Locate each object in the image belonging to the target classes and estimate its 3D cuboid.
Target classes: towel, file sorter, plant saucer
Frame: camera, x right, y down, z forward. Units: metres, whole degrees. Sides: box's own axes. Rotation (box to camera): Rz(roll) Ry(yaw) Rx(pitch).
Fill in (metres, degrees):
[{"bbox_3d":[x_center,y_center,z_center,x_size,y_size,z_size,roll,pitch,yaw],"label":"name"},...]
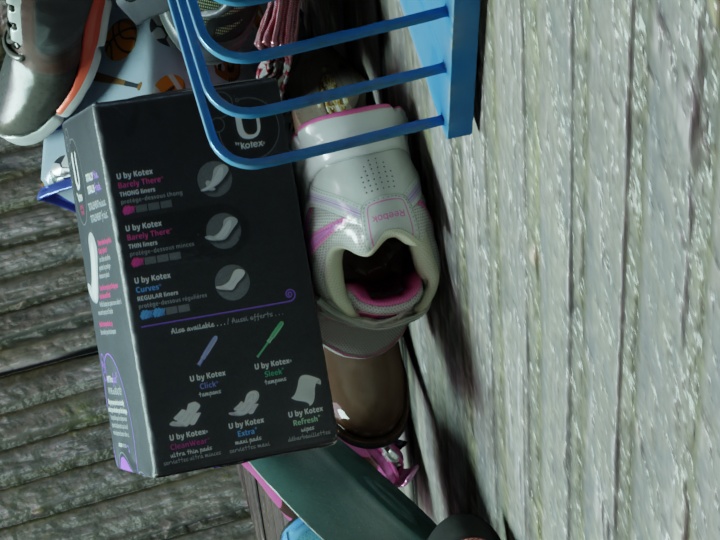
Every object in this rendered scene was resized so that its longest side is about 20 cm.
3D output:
[{"bbox_3d":[-0.044,-0.171,1.522,0.200,0.023,0.145,119,159,-80],"label":"towel"},{"bbox_3d":[-0.024,-0.152,1.163,0.200,0.122,0.139,90,164,-63],"label":"file sorter"},{"bbox_3d":[0.008,0.146,1.565,0.200,0.036,0.200,42,-177,-2],"label":"plant saucer"}]

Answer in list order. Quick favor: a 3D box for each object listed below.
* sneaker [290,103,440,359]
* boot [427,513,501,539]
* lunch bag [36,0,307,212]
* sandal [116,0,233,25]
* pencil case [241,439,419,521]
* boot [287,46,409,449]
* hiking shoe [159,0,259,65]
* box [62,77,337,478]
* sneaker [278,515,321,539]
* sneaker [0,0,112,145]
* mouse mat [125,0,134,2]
[{"bbox_3d":[0.000,0.000,1.456,0.200,0.081,0.088,85,170,-58],"label":"sneaker"},{"bbox_3d":[0.070,0.239,1.436,0.144,0.072,0.201,-121,27,-70],"label":"boot"},{"bbox_3d":[-0.107,-0.104,1.693,0.200,0.124,0.171,20,-115,-50],"label":"lunch bag"},{"bbox_3d":[-0.080,-0.166,1.449,0.043,0.076,0.200,46,168,-10],"label":"sandal"},{"bbox_3d":[-0.051,0.077,1.719,0.200,0.094,0.091,51,-132,-25],"label":"pencil case"},{"bbox_3d":[-0.009,-0.017,1.598,0.200,0.064,0.187,93,163,-55],"label":"boot"},{"bbox_3d":[-0.085,-0.217,1.547,0.101,0.075,0.201,-112,25,-79],"label":"hiking shoe"},{"bbox_3d":[-0.089,0.005,1.451,0.122,0.106,0.201,175,86,-75],"label":"box"},{"bbox_3d":[0.025,0.217,1.607,0.200,0.078,0.090,47,159,21],"label":"sneaker"},{"bbox_3d":[-0.191,-0.168,1.580,0.077,0.082,0.200,51,124,45],"label":"sneaker"},{"bbox_3d":[-0.096,-0.246,1.446,0.200,0.008,0.161,-63,25,7],"label":"mouse mat"}]
